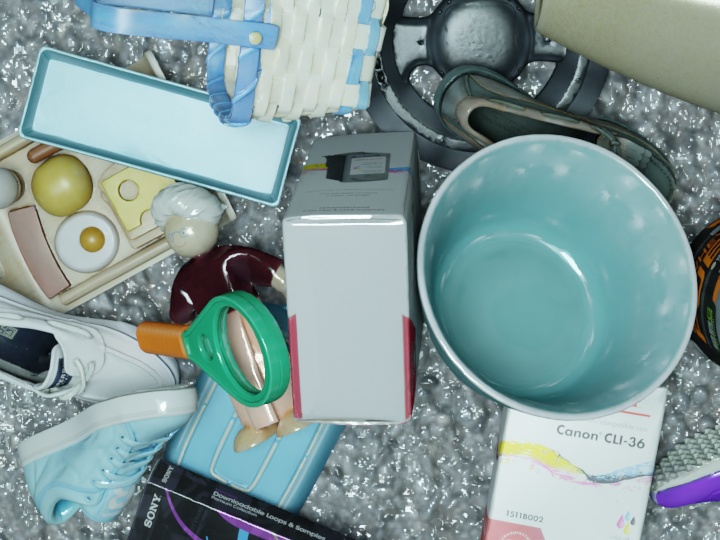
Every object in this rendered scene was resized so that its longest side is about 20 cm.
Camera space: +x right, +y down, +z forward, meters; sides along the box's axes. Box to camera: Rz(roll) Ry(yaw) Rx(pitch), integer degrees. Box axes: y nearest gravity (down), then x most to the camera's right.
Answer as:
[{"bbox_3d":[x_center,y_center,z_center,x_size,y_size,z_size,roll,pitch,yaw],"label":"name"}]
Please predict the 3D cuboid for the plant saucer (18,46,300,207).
[{"bbox_3d":[-0.148,-0.106,1.119,0.199,0.019,0.070,15,92,-4],"label":"plant saucer"}]

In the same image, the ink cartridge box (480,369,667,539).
[{"bbox_3d":[0.162,0.130,1.138,0.116,0.067,0.201,9,97,4],"label":"ink cartridge box"}]

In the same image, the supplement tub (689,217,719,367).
[{"bbox_3d":[0.290,0.021,1.045,0.122,0.200,0.123,0,97,-3],"label":"supplement tub"}]

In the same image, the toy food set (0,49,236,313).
[{"bbox_3d":[-0.210,-0.057,1.150,0.199,0.060,0.144,-28,94,7],"label":"toy food set"}]

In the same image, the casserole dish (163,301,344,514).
[{"bbox_3d":[-0.079,0.120,1.172,0.121,0.039,0.201,27,97,1],"label":"casserole dish"}]

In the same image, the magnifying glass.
[{"bbox_3d":[-0.108,0.052,1.068,0.022,0.200,0.080,-21,102,-33],"label":"magnifying glass"}]

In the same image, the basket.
[{"bbox_3d":[-0.093,-0.175,1.044,0.199,0.176,0.140,-1,108,-16],"label":"basket"}]

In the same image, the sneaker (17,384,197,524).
[{"bbox_3d":[-0.181,0.142,1.129,0.200,0.074,0.082,-27,77,45],"label":"sneaker"}]

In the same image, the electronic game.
[{"bbox_3d":[0.088,-0.172,1.122,0.199,0.042,0.201,0,105,1],"label":"electronic game"}]

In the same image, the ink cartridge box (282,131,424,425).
[{"bbox_3d":[0.000,0.000,1.057,0.085,0.200,0.148,-2,109,4],"label":"ink cartridge box"}]

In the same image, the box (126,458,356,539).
[{"bbox_3d":[-0.089,0.244,1.165,0.199,0.036,0.143,23,119,3],"label":"box"}]

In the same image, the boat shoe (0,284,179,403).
[{"bbox_3d":[-0.230,0.069,1.135,0.199,0.065,0.074,18,115,-20],"label":"boat shoe"}]

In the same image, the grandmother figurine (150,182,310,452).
[{"bbox_3d":[-0.095,0.027,1.110,0.121,0.061,0.201,-23,95,17],"label":"grandmother figurine"}]

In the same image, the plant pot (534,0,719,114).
[{"bbox_3d":[0.224,-0.197,1.031,0.199,0.187,0.188,9,97,1],"label":"plant pot"}]

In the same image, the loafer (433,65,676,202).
[{"bbox_3d":[0.145,-0.083,1.092,0.199,0.063,0.072,22,108,-16],"label":"loafer"}]

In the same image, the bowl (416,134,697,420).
[{"bbox_3d":[0.124,0.017,1.057,0.200,0.105,0.202,4,72,-11],"label":"bowl"}]

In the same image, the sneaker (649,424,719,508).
[{"bbox_3d":[0.319,0.158,1.129,0.199,0.070,0.100,-20,97,7],"label":"sneaker"}]
